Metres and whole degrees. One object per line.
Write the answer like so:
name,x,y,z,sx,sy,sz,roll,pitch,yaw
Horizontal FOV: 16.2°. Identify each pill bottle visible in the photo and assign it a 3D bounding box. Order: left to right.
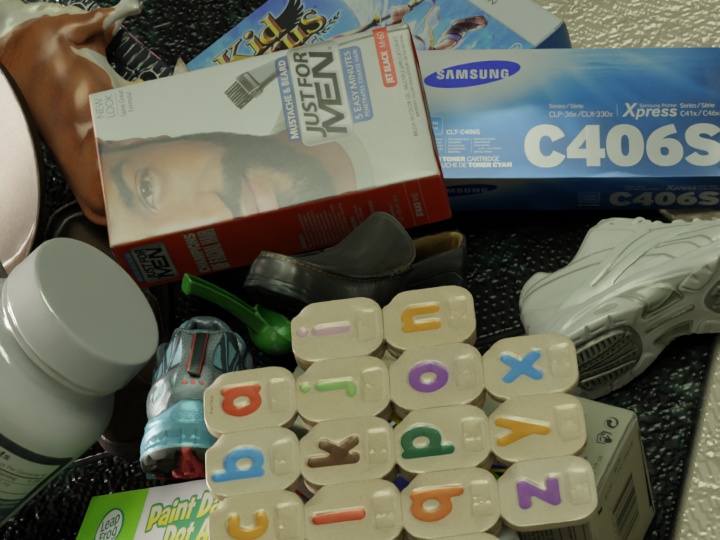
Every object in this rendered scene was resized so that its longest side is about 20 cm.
pill bottle,-0.213,0.075,1.457,0.200,0.119,0.120,-41,43,26

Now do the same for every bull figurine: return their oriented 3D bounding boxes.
bull figurine,-0.177,-0.123,1.621,0.121,0.065,0.200,-34,74,1

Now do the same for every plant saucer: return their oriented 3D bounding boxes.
plant saucer,-0.271,-0.073,1.624,0.200,0.201,0.032,21,26,29

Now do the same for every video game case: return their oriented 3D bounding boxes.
video game case,0.007,-0.133,1.668,0.200,0.045,0.181,-40,52,-17

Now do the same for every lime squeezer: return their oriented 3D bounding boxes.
lime squeezer,-0.029,0.015,1.548,0.200,0.071,0.038,-9,29,-31

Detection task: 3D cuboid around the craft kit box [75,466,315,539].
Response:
craft kit box,-0.112,0.208,1.341,0.200,0.048,0.198,-15,46,52

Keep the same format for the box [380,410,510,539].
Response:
box,0.003,0.177,1.338,0.070,0.064,0.200,32,103,32

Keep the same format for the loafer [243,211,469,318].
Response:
loafer,0.000,0.000,1.460,0.073,0.200,0.072,16,92,28

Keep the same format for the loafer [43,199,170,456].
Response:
loafer,-0.155,0.020,1.571,0.073,0.071,0.200,-22,49,-2

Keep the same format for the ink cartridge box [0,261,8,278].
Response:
ink cartridge box,-0.304,0.003,1.544,0.145,0.200,0.088,4,50,20

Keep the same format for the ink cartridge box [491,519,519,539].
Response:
ink cartridge box,0.020,0.237,1.289,0.050,0.161,0.200,26,62,33

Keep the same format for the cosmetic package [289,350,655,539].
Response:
cosmetic package,0.058,0.110,1.420,0.200,0.105,0.071,15,56,24

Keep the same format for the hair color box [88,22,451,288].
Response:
hair color box,-0.055,-0.069,1.518,0.199,0.064,0.111,-14,63,4

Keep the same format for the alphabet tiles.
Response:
alphabet tiles,0.018,0.092,1.283,0.195,0.015,0.200,-8,50,3

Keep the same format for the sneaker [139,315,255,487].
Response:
sneaker,-0.080,0.076,1.429,0.079,0.200,0.096,4,80,-2

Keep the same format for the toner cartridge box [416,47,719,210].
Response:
toner cartridge box,0.130,-0.088,1.566,0.199,0.043,0.095,-1,62,3

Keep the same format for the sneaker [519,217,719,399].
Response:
sneaker,0.181,-0.006,1.498,0.200,0.078,0.099,-22,46,-4

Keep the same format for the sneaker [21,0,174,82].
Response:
sneaker,-0.160,-0.121,1.695,0.070,0.082,0.200,-39,75,-1
